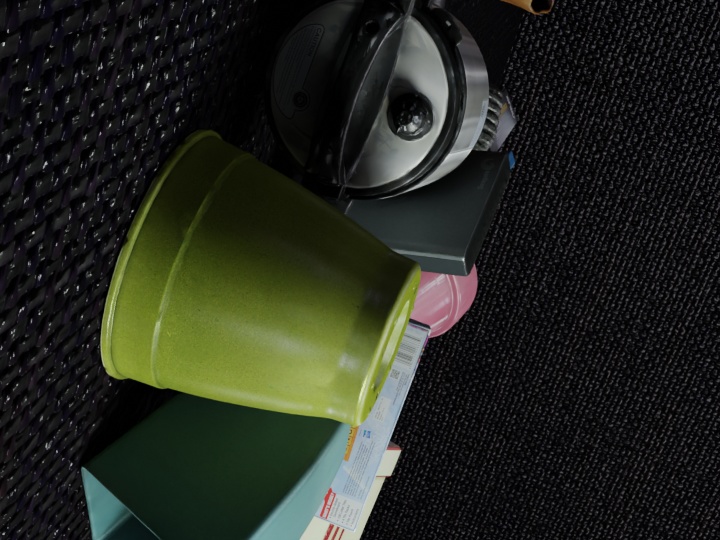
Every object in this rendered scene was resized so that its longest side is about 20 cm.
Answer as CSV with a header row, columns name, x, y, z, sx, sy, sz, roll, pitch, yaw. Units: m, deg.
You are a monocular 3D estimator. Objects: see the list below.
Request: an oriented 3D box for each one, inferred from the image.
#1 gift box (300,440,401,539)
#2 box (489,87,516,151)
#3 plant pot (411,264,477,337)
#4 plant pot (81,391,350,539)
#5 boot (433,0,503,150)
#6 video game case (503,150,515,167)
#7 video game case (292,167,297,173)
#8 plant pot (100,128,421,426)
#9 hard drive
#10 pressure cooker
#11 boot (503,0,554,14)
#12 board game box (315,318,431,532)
name,x,y,z,sx,sy,sz,roll,pitch,yaw
gift box,-0.092,0.203,1.235,0.189,0.198,0.184,-65,159,3
box,0.079,-0.151,1.442,0.049,0.198,0.158,67,25,-14
plant pot,0.034,0.030,1.638,0.179,0.199,0.201,-41,155,-40
plant pot,-0.103,0.171,0.981,0.200,0.141,0.142,-42,158,-30
boot,0.089,-0.222,1.252,0.213,0.156,0.079,-67,-162,11
video game case,0.075,-0.092,1.365,0.143,0.198,0.018,-45,116,-73
video game case,-0.017,-0.209,1.241,0.201,0.019,0.144,-59,167,-48
plant pot,-0.063,0.023,0.898,0.200,0.191,0.203,22,90,-82
hard drive,0.027,-0.063,1.110,0.033,0.198,0.140,74,33,-44
pressure cooker,0.014,-0.150,0.999,0.200,0.177,0.178,-31,101,-72
boot,0.082,-0.281,1.063,0.188,0.198,0.069,-18,129,-79
board game box,-0.061,0.110,1.101,0.041,0.197,0.202,-64,175,-87
